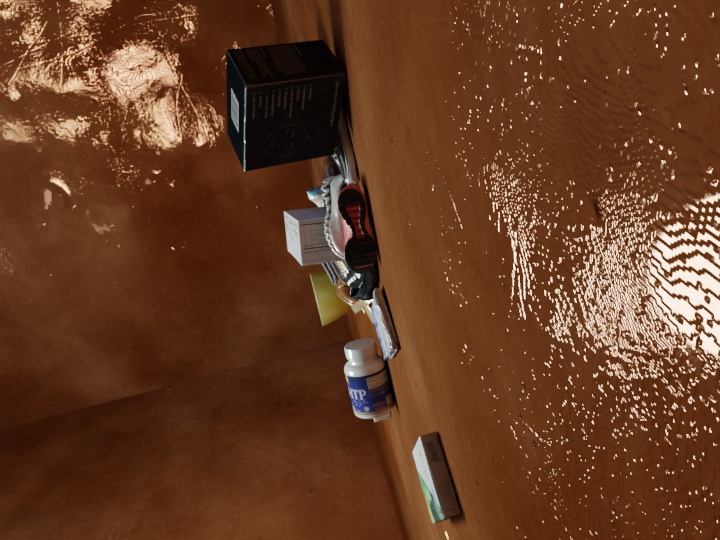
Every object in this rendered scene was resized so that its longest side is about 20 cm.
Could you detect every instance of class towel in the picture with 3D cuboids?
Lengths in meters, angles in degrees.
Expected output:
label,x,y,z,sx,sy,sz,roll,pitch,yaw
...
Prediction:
label,x,y,z,sx,sy,sz,roll,pitch,yaw
towel,0.051,0.130,1.440,0.200,0.024,0.148,97,156,-75
towel,-0.088,-0.069,1.894,0.200,0.085,0.166,62,-173,-46

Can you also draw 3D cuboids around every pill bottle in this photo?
label,x,y,z,sx,sy,sz,roll,pitch,yaw
pill bottle,0.019,0.298,1.735,0.120,0.119,0.201,-129,25,-78

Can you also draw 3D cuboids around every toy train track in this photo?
label,x,y,z,sx,sy,sz,roll,pitch,yaw
toy train track,-0.004,0.040,1.593,0.201,0.032,0.115,59,142,5

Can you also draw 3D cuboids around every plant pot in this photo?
label,x,y,z,sx,sy,sz,roll,pitch,yaw
plant pot,-0.096,0.090,2.289,0.200,0.141,0.201,166,90,-85

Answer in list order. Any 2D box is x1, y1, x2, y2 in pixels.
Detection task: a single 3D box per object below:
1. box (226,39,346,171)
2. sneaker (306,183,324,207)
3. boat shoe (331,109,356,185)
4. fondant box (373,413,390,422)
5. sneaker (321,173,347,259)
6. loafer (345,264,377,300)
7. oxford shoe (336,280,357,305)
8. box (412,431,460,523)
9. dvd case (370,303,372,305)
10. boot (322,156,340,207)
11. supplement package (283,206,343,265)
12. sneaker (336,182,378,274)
label,x,y,z,sx,sy,sz,roll,pitch,yaw
box,-0.149,-0.318,1.200,0.201,0.196,0.124,104,145,-49
sneaker,-0.092,-0.200,1.771,0.200,0.076,0.081,1,-109,-74
boat shoe,-0.054,-0.278,1.337,0.069,0.056,0.201,-171,67,-84
fondant box,0.046,0.367,1.969,0.201,0.058,0.145,84,171,-49
sneaker,-0.036,-0.124,1.398,0.081,0.075,0.201,-17,79,47
loafer,0.001,0.017,1.445,0.201,0.070,0.068,87,168,-62
oxford shoe,-0.041,0.043,2.015,0.200,0.071,0.072,58,137,46
box,0.138,0.393,1.164,0.200,0.036,0.145,86,170,-66
dvd case,0.000,0.000,1.676,0.150,0.025,0.201,-127,24,-77
boot,-0.087,-0.279,1.645,0.188,0.068,0.201,82,174,-65
supplement package,-0.095,-0.092,1.545,0.200,0.155,0.112,-143,47,-70
sneaker,-0.002,-0.092,1.315,0.087,0.073,0.201,-83,-13,-64
